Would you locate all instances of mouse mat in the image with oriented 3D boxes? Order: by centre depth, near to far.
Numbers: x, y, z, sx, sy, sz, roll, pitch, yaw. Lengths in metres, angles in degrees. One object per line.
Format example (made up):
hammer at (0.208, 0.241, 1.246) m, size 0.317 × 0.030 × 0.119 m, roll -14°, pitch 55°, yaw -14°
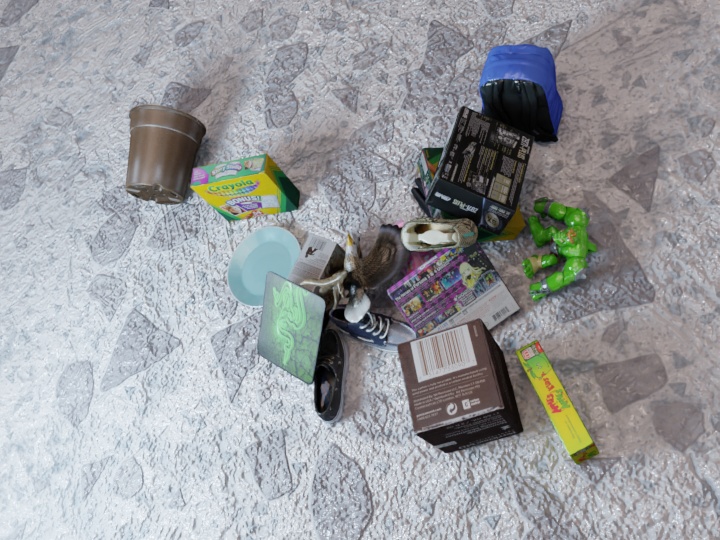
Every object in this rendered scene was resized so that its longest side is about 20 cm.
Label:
mouse mat at (-0.144, 0.118, 1.491) m, size 0.159 × 0.007 × 0.203 m, roll 25°, pitch 116°, yaw 29°

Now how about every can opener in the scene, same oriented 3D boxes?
can opener at (0.169, -0.124, 1.564) m, size 0.200 × 0.078 × 0.064 m, roll 48°, pitch 130°, yaw 35°

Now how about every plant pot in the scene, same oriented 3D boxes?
plant pot at (-0.508, -0.285, 1.861) m, size 0.197 × 0.200 × 0.202 m, roll 2°, pitch 75°, yaw 24°

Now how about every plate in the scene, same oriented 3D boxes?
plate at (-0.220, -0.006, 1.697) m, size 0.197 × 0.026 × 0.204 m, roll -10°, pitch 63°, yaw 20°

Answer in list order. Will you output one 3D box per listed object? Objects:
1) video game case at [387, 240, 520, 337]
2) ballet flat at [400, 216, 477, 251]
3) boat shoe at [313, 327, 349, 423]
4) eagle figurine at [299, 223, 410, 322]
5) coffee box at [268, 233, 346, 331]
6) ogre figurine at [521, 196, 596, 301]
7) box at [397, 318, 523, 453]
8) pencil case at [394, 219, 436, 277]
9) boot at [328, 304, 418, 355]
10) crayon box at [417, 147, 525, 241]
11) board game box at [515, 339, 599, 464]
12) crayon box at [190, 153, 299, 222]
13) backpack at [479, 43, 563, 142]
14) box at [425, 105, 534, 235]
video game case at (0.181, 0.055, 1.417) m, size 0.199 × 0.182 × 0.036 m, roll -36°, pitch 14°, yaw 6°
ballet flat at (0.129, -0.067, 1.382) m, size 0.198 × 0.075 × 0.069 m, roll 0°, pitch 101°, yaw 48°
boat shoe at (-0.069, 0.210, 1.508) m, size 0.069 × 0.066 × 0.204 m, roll -5°, pitch 66°, yaw 22°
eagle figurine at (0.001, -0.007, 1.474) m, size 0.151 × 0.199 × 0.153 m, roll 32°, pitch 123°, yaw 23°
coffee box at (-0.100, 0.040, 1.571) m, size 0.079 × 0.113 × 0.203 m, roll 19°, pitch 77°, yaw 29°
ogre figurine at (0.384, -0.050, 1.410) m, size 0.118 × 0.098 × 0.202 m, roll -8°, pitch 48°, yaw 40°
box at (0.182, 0.213, 1.316) m, size 0.163 × 0.200 × 0.167 m, roll -19°, pitch 61°, yaw 15°
pencil case at (0.123, -0.009, 1.510) m, size 0.086 × 0.087 × 0.202 m, roll -28°, pitch 60°, yaw 10°
boot at (0.030, 0.119, 1.490) m, size 0.197 × 0.090 × 0.074 m, roll 7°, pitch 70°, yaw 27°
crayon box at (0.223, -0.157, 1.491) m, size 0.169 × 0.059 × 0.203 m, roll -5°, pitch 62°, yaw -15°
board game box at (0.347, 0.233, 1.292) m, size 0.047 × 0.102 × 0.202 m, roll -29°, pitch 59°, yaw 10°
crayon box at (-0.267, -0.190, 1.712) m, size 0.196 × 0.173 × 0.059 m, roll -8°, pitch 64°, yaw 21°
backpack at (0.328, -0.382, 1.515) m, size 0.160 × 0.200 × 0.171 m, roll 2°, pitch 68°, yaw 25°
box at (0.233, -0.196, 1.421) m, size 0.161 × 0.086 × 0.202 m, roll 22°, pitch 58°, yaw -2°
